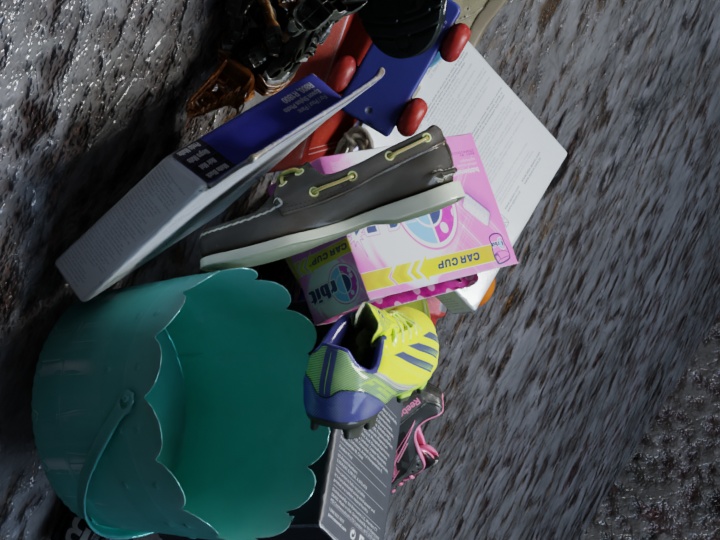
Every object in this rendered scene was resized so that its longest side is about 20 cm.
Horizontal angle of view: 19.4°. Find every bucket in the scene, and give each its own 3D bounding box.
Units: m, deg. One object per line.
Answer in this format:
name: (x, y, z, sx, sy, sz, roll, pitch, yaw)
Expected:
bucket: (-0.132, 0.100, 1.526, 0.206, 0.134, 0.210, 9, 79, -54)

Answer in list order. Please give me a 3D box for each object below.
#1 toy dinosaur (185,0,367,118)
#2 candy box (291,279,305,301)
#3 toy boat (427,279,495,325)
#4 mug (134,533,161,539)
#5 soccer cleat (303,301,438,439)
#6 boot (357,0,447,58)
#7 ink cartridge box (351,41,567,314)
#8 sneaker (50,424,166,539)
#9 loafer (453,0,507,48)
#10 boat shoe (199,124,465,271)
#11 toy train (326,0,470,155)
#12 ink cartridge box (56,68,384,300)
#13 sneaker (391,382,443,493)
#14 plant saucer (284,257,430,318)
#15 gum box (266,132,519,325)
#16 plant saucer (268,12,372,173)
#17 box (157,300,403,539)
toy dinosaur: (-0.064, -0.173, 1.573, 0.136, 0.101, 0.201, 120, -13, -49)
candy box: (-0.039, 0.090, 1.907, 0.170, 0.076, 0.202, -84, -173, -60)
toy boat: (0.066, 0.005, 2.006, 0.200, 0.129, 0.132, -145, -115, -73)
mug: (-0.122, 0.245, 1.805, 0.201, 0.174, 0.147, -62, 162, 8)
soccer cleat: (0.015, 0.057, 1.572, 0.200, 0.064, 0.085, -39, 138, -62)
boot: (0.048, -0.270, 1.662, 0.168, 0.076, 0.202, -15, 90, -65)
ink cartridge box: (0.074, -0.099, 1.877, 0.200, 0.040, 0.200, 47, 59, -23)
sneaker: (-0.202, 0.174, 1.655, 0.112, 0.073, 0.201, -57, 161, -22)
loafer: (0.086, -0.239, 1.939, 0.201, 0.068, 0.076, -57, -172, 29)
boat shoe: (-0.027, -0.050, 1.524, 0.072, 0.199, 0.061, 136, -63, -83)
toy train: (0.013, -0.139, 1.752, 0.201, 0.084, 0.116, -60, 179, 0)
ink cartridge box: (-0.099, -0.075, 1.496, 0.200, 0.041, 0.199, -37, -179, 35)
sneaker: (0.022, 0.181, 1.943, 0.079, 0.094, 0.202, -92, -161, -64)
plant saucer: (0.000, 0.000, 1.811, 0.031, 0.201, 0.200, -36, 171, 20)
gum box: (0.031, -0.036, 1.650, 0.066, 0.115, 0.199, -26, 171, 42)
plant saucer: (-0.009, -0.178, 1.800, 0.200, 0.036, 0.201, -23, 135, -65)
box: (-0.058, 0.135, 1.665, 0.107, 0.147, 0.202, 48, 44, -50)
